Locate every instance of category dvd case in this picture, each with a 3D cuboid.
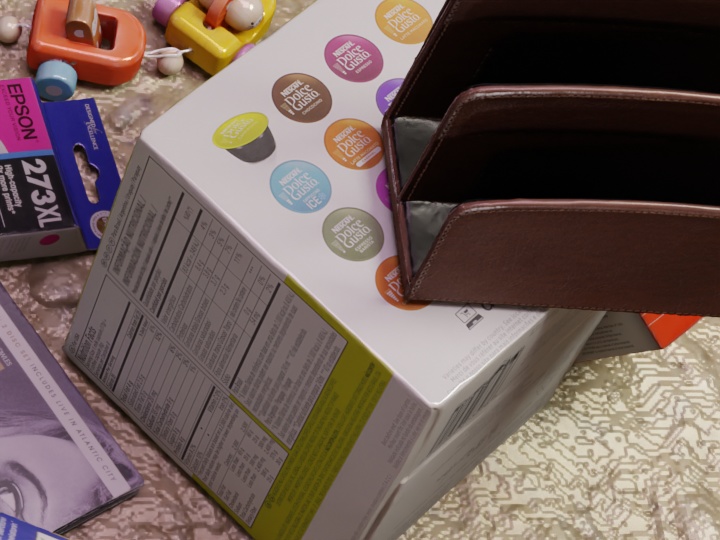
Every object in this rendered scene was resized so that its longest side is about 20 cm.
[{"bbox_3d":[-0.230,0.094,1.393,0.200,0.016,0.149,-27,69,-29],"label":"dvd case"}]

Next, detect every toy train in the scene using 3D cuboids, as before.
[{"bbox_3d":[-0.115,-0.178,1.578,0.150,0.056,0.200,16,56,-7],"label":"toy train"}]

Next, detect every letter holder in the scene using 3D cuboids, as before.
[{"bbox_3d":[0.128,-0.058,1.276,0.200,0.142,0.101,3,58,-17],"label":"letter holder"}]

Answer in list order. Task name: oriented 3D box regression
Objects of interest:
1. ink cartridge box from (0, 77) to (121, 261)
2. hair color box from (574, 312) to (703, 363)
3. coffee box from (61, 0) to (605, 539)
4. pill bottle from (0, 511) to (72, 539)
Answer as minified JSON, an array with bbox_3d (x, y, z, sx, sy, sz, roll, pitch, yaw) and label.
[{"bbox_3d":[-0.214,-0.049,1.464,0.200,0.037,0.095,-6,64,-30],"label":"ink cartridge box"},{"bbox_3d":[0.103,-0.052,1.486,0.061,0.102,0.200,-37,101,-24],"label":"hair color box"},{"bbox_3d":[0.000,0.000,1.409,0.198,0.200,0.200,43,55,12],"label":"coffee box"},{"bbox_3d":[-0.225,0.150,1.279,0.200,0.120,0.120,23,54,-10],"label":"pill bottle"}]
